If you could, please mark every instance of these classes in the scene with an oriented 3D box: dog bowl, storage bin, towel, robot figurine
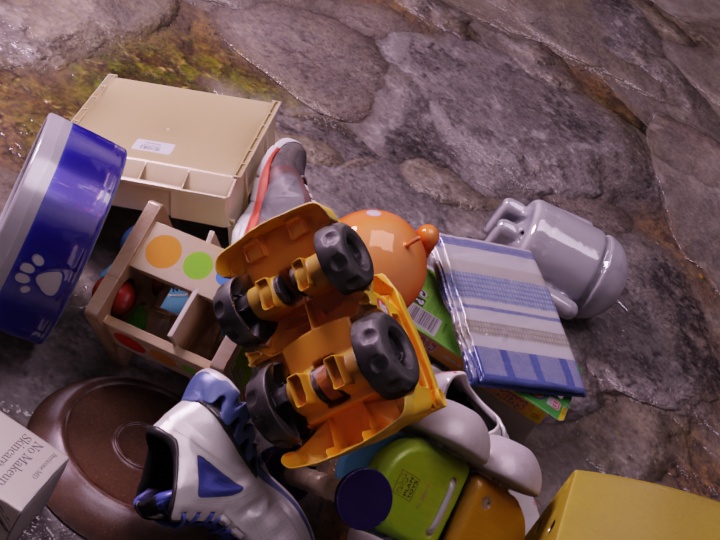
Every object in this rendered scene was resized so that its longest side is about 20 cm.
[{"bbox_3d":[-0.288,-0.037,1.253,0.079,0.200,0.200,25,35,-15],"label":"dog bowl"},{"bbox_3d":[-0.201,-0.111,1.448,0.200,0.094,0.199,11,35,7],"label":"storage bin"},{"bbox_3d":[0.150,0.047,1.456,0.147,0.024,0.200,8,47,-29],"label":"towel"},{"bbox_3d":[0.001,-0.001,1.419,0.144,0.200,0.117,14,80,-13],"label":"robot figurine"},{"bbox_3d":[0.249,-0.013,1.717,0.200,0.113,0.170,26,50,-8],"label":"robot figurine"}]

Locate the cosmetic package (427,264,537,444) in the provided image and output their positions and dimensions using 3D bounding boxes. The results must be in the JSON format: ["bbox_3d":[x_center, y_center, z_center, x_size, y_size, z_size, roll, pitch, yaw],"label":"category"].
[{"bbox_3d":[0.119,0.090,1.514,0.200,0.085,0.108,28,38,-4],"label":"cosmetic package"}]

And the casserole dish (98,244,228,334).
[{"bbox_3d":[-0.173,0.021,1.415,0.200,0.039,0.121,-8,51,-42],"label":"casserole dish"}]

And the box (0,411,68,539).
[{"bbox_3d":[-0.344,0.137,1.110,0.200,0.068,0.082,32,35,1],"label":"box"}]

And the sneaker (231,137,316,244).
[{"bbox_3d":[-0.072,-0.056,1.408,0.082,0.077,0.200,9,46,8],"label":"sneaker"}]

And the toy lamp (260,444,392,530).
[{"bbox_3d":[-0.041,0.184,1.205,0.058,0.200,0.058,1,88,-26],"label":"toy lamp"}]

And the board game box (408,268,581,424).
[{"bbox_3d":[0.135,0.083,1.445,0.200,0.030,0.096,31,40,2],"label":"board game box"}]

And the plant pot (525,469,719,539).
[{"bbox_3d":[0.228,0.301,1.247,0.176,0.200,0.200,30,34,2],"label":"plant pot"}]

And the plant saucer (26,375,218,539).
[{"bbox_3d":[-0.198,0.164,1.226,0.200,0.032,0.200,20,37,-16],"label":"plant saucer"}]

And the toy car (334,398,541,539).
[{"bbox_3d":[0.056,0.213,1.260,0.150,0.175,0.200,13,-18,49],"label":"toy car"}]

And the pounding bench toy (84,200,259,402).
[{"bbox_3d":[-0.156,0.050,1.297,0.156,0.200,0.124,22,68,13],"label":"pounding bench toy"}]

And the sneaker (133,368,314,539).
[{"bbox_3d":[-0.128,0.196,1.163,0.115,0.081,0.199,-35,106,-34],"label":"sneaker"}]

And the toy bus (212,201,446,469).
[{"bbox_3d":[-0.010,0.055,1.176,0.192,0.136,0.200,5,60,-62],"label":"toy bus"}]

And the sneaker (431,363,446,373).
[{"bbox_3d":[0.019,0.125,1.422,0.200,0.078,0.090,29,71,-25],"label":"sneaker"}]

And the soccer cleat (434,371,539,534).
[{"bbox_3d":[0.123,0.188,1.362,0.069,0.085,0.200,-25,82,-25],"label":"soccer cleat"}]
